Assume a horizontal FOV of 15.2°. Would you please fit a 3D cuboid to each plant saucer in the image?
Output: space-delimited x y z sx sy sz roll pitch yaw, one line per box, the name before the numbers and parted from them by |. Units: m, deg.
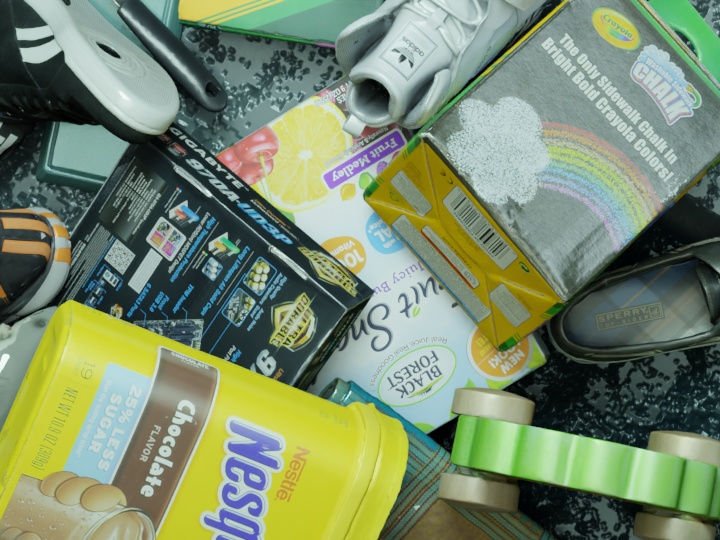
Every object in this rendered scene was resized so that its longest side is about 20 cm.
plant saucer | -0.140 -0.145 1.594 0.069 0.019 0.201 12 92 5

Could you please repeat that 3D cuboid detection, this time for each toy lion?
toy lion | 0.138 0.110 1.457 0.199 0.192 0.069 13 85 -19

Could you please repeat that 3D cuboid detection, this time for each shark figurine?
shark figurine | -0.229 0.131 1.528 0.089 0.128 0.215 37 118 2

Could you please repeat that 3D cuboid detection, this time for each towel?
towel | 0.020 0.171 1.551 0.200 0.022 0.147 38 101 -12

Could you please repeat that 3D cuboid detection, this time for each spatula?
spatula | -0.144 -0.170 1.570 0.200 0.021 0.056 51 53 -4

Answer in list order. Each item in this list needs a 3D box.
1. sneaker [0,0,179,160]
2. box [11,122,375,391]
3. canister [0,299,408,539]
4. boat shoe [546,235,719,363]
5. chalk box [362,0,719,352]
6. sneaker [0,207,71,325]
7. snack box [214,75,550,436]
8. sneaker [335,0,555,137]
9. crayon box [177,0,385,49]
sneaker | -0.179 -0.095 1.538 0.112 0.073 0.200 -57 42 13
box | -0.110 0.041 1.545 0.159 0.046 0.200 39 113 11
canister | -0.095 0.116 1.463 0.199 0.087 0.149 22 102 -14
boat shoe | 0.203 0.014 1.542 0.199 0.057 0.069 -17 90 6
chalk box | 0.122 -0.074 1.497 0.200 0.124 0.125 -41 89 -22
sneaker | -0.265 0.019 1.539 0.200 0.112 0.078 -41 60 29
snack box | 0.000 0.000 1.565 0.142 0.053 0.201 -31 89 8
sneaker | 0.057 -0.145 1.458 0.075 0.115 0.200 44 139 2
crayon box | -0.030 -0.231 1.559 0.118 0.058 0.202 9 93 5
